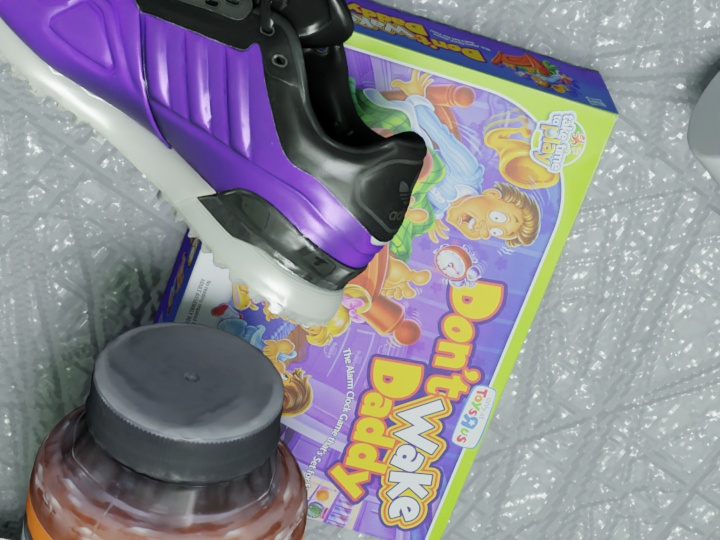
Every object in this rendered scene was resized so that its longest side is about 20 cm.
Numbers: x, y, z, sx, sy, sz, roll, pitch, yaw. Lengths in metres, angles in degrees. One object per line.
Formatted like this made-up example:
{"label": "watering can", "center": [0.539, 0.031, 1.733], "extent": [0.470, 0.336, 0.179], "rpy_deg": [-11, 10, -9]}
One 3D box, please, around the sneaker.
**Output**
{"label": "sneaker", "center": [-0.054, -0.082, 1.045], "extent": [0.200, 0.070, 0.100], "rpy_deg": [43, 110, 7]}

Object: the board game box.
{"label": "board game box", "center": [0.000, 0.000, 1.132], "extent": [0.134, 0.045, 0.201], "rpy_deg": [16, 112, -13]}

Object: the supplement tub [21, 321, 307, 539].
{"label": "supplement tub", "center": [-0.078, 0.120, 1.100], "extent": [0.107, 0.107, 0.201], "rpy_deg": [7, 124, -9]}

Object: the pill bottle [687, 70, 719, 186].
{"label": "pill bottle", "center": [0.216, -0.004, 1.115], "extent": [0.111, 0.111, 0.200], "rpy_deg": [-39, 113, 12]}

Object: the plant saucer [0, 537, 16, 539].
{"label": "plant saucer", "center": [-0.167, 0.191, 1.214], "extent": [0.199, 0.031, 0.201], "rpy_deg": [-2, 115, -5]}
